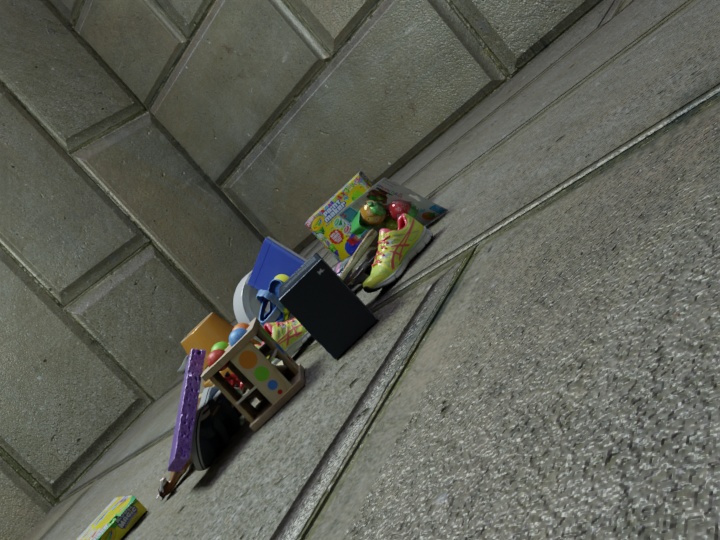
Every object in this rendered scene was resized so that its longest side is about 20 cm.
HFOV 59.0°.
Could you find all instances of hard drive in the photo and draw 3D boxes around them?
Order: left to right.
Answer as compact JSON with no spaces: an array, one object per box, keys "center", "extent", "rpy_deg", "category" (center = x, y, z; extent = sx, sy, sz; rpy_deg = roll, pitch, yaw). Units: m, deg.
[{"center":[-0.164,0.026,1.515],"extent":[0.133,0.199,0.025],"rpy_deg":[-64,-13,22],"category":"hard drive"}]

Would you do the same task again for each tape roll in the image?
[{"center":[-0.219,0.083,1.622],"extent":[0.203,0.203,0.071],"rpy_deg":[-48,11,-33],"category":"tape roll"}]

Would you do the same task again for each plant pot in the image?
[{"center":[-0.407,0.228,1.825],"extent":[0.200,0.183,0.200],"rpy_deg":[-41,8,7],"category":"plant pot"}]

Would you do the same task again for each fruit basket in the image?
[{"center":[0.071,-0.126,1.464],"extent":[0.199,0.184,0.095],"rpy_deg":[-25,49,52],"category":"fruit basket"}]

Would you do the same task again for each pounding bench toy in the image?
[{"center":[-0.204,0.178,1.212],"extent":[0.124,0.156,0.200],"rpy_deg":[-42,8,0],"category":"pounding bench toy"}]

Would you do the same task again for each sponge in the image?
[{"center":[-0.315,0.254,1.156],"extent":[0.112,0.030,0.202],"rpy_deg":[126,151,-54],"category":"sponge"}]

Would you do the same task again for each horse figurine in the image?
[{"center":[-0.359,0.358,1.301],"extent":[0.200,0.049,0.134],"rpy_deg":[-93,14,-75],"category":"horse figurine"}]

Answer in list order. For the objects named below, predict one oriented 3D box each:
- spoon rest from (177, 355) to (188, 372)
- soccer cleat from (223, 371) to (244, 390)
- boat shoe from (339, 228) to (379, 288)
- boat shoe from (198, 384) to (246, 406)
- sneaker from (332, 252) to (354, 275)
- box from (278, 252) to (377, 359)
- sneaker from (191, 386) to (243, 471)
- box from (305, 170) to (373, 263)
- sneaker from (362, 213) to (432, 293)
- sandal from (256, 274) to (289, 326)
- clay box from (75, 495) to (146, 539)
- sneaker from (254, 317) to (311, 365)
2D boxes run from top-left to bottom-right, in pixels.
[{"center":[-0.921,0.484,3.404],"extent":[0.199,0.061,0.099],"rpy_deg":[-36,10,36],"category":"spoon rest"},{"center":[-0.295,0.305,1.350],"extent":[0.201,0.068,0.086],"rpy_deg":[-78,2,-53],"category":"soccer cleat"},{"center":[0.000,0.000,1.470],"extent":[0.201,0.065,0.072],"rpy_deg":[-59,-7,21],"category":"boat shoe"},{"center":[-0.336,0.312,1.498],"extent":[0.199,0.072,0.068],"rpy_deg":[-33,33,33],"category":"boat shoe"},{"center":[-0.053,0.022,1.586],"extent":[0.200,0.070,0.082],"rpy_deg":[-46,6,-9],"category":"sneaker"},{"center":[-0.066,0.060,1.187],"extent":[0.107,0.149,0.200],"rpy_deg":[-43,8,-3],"category":"box"},{"center":[-0.271,0.291,1.217],"extent":[0.078,0.079,0.201],"rpy_deg":[-10,32,3],"category":"sneaker"},{"center":[-0.012,-0.132,1.745],"extent":[0.200,0.193,0.122],"rpy_deg":[-41,8,11],"category":"box"},{"center":[0.058,-0.037,1.293],"extent":[0.200,0.090,0.078],"rpy_deg":[-49,12,-28],"category":"sneaker"},{"center":[-0.205,0.113,1.480],"extent":[0.079,0.203,0.087],"rpy_deg":[4,9,34],"category":"sandal"},{"center":[-0.507,0.520,1.297],"extent":[0.115,0.048,0.200],"rpy_deg":[-48,11,-35],"category":"clay box"},{"center":[-0.168,0.140,1.416],"extent":[0.200,0.090,0.078],"rpy_deg":[-47,8,-34],"category":"sneaker"}]
